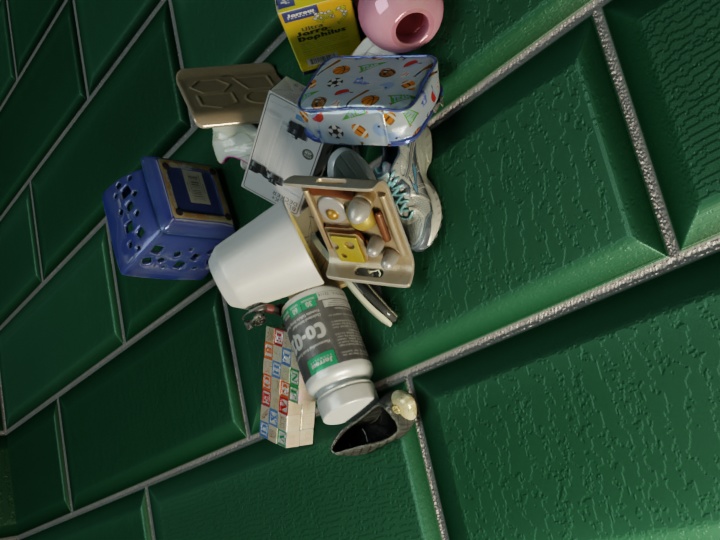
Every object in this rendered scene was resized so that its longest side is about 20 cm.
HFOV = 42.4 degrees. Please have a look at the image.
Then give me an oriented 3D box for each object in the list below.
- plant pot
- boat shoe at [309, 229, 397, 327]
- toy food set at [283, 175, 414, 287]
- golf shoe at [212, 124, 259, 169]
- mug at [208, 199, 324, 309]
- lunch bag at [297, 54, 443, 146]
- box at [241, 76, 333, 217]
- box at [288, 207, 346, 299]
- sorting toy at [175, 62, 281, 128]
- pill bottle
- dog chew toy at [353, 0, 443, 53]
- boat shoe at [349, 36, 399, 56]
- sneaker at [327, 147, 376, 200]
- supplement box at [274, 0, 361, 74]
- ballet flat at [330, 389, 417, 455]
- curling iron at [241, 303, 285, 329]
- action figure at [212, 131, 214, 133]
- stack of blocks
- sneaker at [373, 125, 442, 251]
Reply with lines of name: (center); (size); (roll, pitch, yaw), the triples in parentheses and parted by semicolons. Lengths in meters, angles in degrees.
plant pot: (-0.371, -0.110, 1.842); (0.180, 0.200, 0.200); (-39, 60, 37)
boat shoe: (0.000, 0.000, 1.454); (0.068, 0.072, 0.200); (-37, 69, 0)
toy food set: (-0.016, -0.054, 1.334); (0.143, 0.060, 0.200); (6, 139, 27)
golf shoe: (-0.162, -0.216, 1.607); (0.199, 0.075, 0.092); (9, 103, 11)
mug: (-0.152, -0.001, 1.504); (0.187, 0.153, 0.150); (64, 179, -43)
lunch bag: (0.020, -0.251, 1.340); (0.199, 0.160, 0.076); (7, 137, 24)
box: (-0.111, -0.198, 1.508); (0.116, 0.060, 0.200); (29, 131, 5)
box: (-0.073, -0.037, 1.592); (0.200, 0.021, 0.164); (-26, 70, 50)
sorting toy: (-0.216, -0.302, 1.621); (0.200, 0.185, 0.037); (-119, 26, -49)
pill bottle: (-0.046, 0.135, 1.484); (0.113, 0.113, 0.200); (-47, 56, 42)
dog chew toy: (0.043, -0.411, 1.367); (0.125, 0.124, 0.200); (-57, 40, 35)
boat shoe: (-0.006, -0.285, 1.463); (0.200, 0.071, 0.069); (-46, 69, 45)
sneaker: (-0.010, -0.103, 1.399); (0.071, 0.073, 0.200); (33, 155, 48)
supplement box: (-0.065, -0.402, 1.424); (0.200, 0.109, 0.109); (62, -165, -75)
ballet flat: (0.024, 0.244, 1.434); (0.067, 0.057, 0.200); (58, 136, 13)
curling iron: (-0.140, 0.070, 1.549); (0.050, 0.200, 0.026); (-33, 81, 18)
action figure: (-0.160, -0.215, 1.659); (0.118, 0.055, 0.200); (-40, 66, -3)
stack of blocks: (-0.117, 0.202, 1.619); (0.115, 0.058, 0.201); (12, 100, 51)
sneaker: (0.059, -0.124, 1.367); (0.078, 0.086, 0.201); (-21, 73, 51)
